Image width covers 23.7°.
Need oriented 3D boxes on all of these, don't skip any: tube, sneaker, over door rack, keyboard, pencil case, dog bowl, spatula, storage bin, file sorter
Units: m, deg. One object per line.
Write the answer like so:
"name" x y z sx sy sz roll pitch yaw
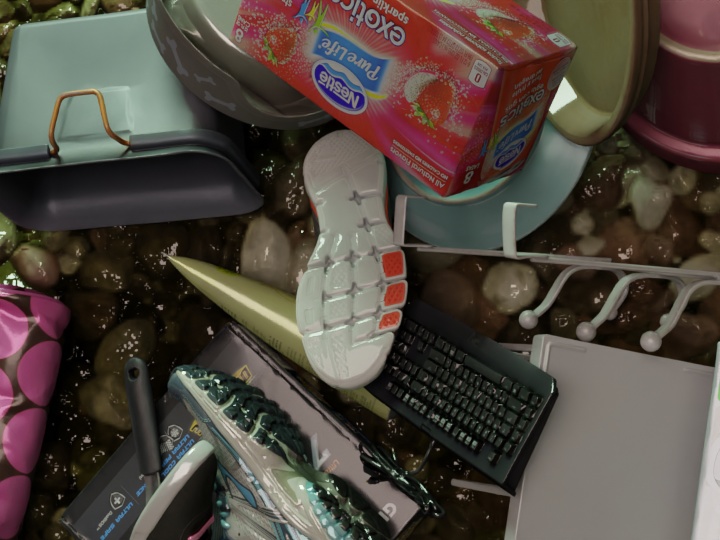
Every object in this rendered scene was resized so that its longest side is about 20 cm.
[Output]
"tube" -0.051 0.038 1.240 0.200 0.058 0.052 29 48 13
"sneaker" 0.000 0.000 1.211 0.077 0.082 0.200 -3 61 8
"over door rack" 0.131 0.007 1.108 0.148 0.200 0.067 8 82 61
"keyboard" 0.049 0.097 1.108 0.200 0.021 0.127 29 97 61
"pencil case" -0.282 0.109 1.281 0.094 0.091 0.200 13 83 -15
"dog bowl" -0.063 -0.189 1.230 0.200 0.059 0.200 12 57 -19
"spatula" -0.151 0.160 1.223 0.057 0.021 0.200 -12 78 21
"sneaker" -0.076 0.149 1.178 0.200 0.078 0.086 46 104 19
"storage bin" -0.181 -0.120 1.269 0.200 0.146 0.134 -6 70 14
"file sorter" 0.135 0.152 1.126 0.139 0.125 0.200 11 83 -24
"sneaker" -0.109 0.211 1.157 0.099 0.071 0.200 29 115 13

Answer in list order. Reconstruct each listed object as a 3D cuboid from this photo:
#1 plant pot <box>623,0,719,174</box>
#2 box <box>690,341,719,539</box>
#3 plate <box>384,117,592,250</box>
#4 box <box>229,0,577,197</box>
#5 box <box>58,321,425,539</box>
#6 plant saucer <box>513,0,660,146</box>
"plant pot" 0.242 -0.177 1.138 0.200 0.179 0.200 -3 80 15
"box" 0.266 0.146 1.073 0.097 0.200 0.177 8 85 16
"plate" 0.077 -0.113 1.215 0.200 0.026 0.200 -5 81 35
"box" 0.024 -0.147 1.102 0.200 0.095 0.100 38 126 24
"box" -0.084 0.175 1.239 0.199 0.050 0.200 43 94 17
"plant saucer" 0.140 -0.179 1.084 0.029 0.200 0.200 -11 78 -14
